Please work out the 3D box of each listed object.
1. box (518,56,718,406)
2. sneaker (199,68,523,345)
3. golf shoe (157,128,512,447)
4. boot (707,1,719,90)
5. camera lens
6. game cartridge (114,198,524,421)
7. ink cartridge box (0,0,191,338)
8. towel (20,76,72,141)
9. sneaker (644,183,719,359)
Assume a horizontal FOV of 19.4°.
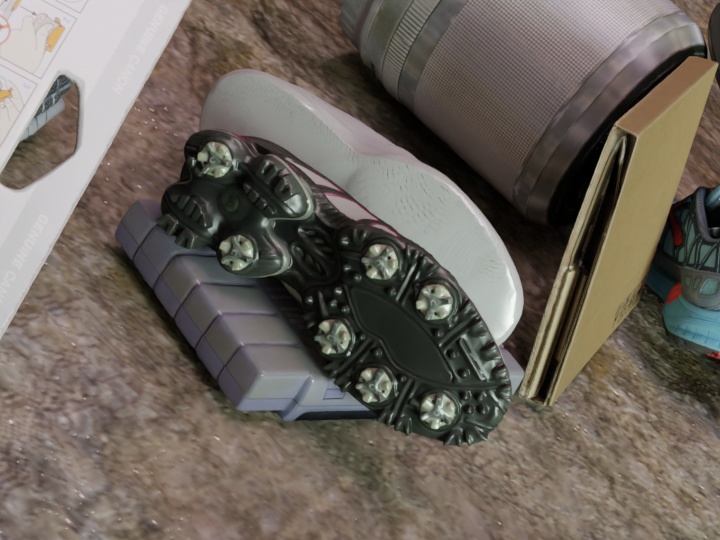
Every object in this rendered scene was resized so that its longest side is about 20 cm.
[{"bbox_3d":[0.149,-0.028,1.191,0.021,0.164,0.200,22,23,15],"label":"box"},{"bbox_3d":[0.012,-0.036,1.086,0.200,0.075,0.088,42,15,15],"label":"sneaker"},{"bbox_3d":[0.000,0.000,0.999,0.200,0.077,0.088,42,19,12],"label":"golf shoe"},{"bbox_3d":[0.266,-0.065,1.331,0.201,0.073,0.151,61,-10,12],"label":"boot"},{"bbox_3d":[0.106,-0.140,1.325,0.200,0.160,0.160,44,27,16],"label":"camera lens"},{"bbox_3d":[-0.017,0.021,1.061,0.199,0.038,0.130,3,44,-47],"label":"game cartridge"},{"bbox_3d":[-0.189,-0.079,0.882,0.173,0.044,0.201,29,63,-7],"label":"ink cartridge box"},{"bbox_3d":[-0.221,-0.123,0.999,0.165,0.086,0.200,36,26,-1],"label":"towel"},{"bbox_3d":[0.226,-0.015,1.307,0.079,0.096,0.200,18,18,-13],"label":"sneaker"}]
